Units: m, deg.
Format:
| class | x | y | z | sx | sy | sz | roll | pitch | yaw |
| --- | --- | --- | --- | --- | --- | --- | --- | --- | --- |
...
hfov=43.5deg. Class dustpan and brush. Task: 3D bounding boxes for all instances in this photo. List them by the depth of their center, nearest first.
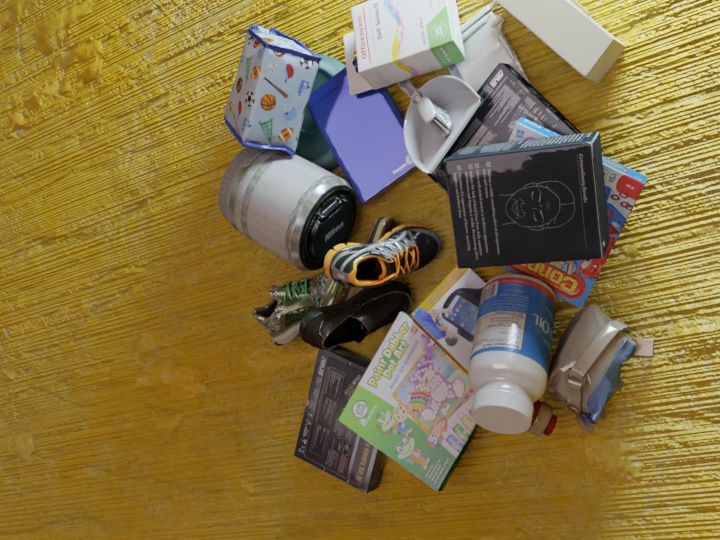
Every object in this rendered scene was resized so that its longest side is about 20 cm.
| class | x | y | z | sx | sy | sz | roll | pitch | yaw |
| --- | --- | --- | --- | --- | --- | --- | --- | --- | --- |
| dustpan and brush | 0.099 | -0.253 | 1.386 | 0.141 | 0.056 | 0.201 | -54 | 26 | 19 |

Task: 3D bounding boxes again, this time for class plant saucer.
| class | x | y | z | sx | sy | sz | roll | pitch | yaw |
| --- | --- | --- | --- | --- | --- | --- | --- | --- | --- |
| plant saucer | -0.085 | -0.266 | 1.542 | 0.196 | 0.027 | 0.206 | 3 | 95 | 31 |

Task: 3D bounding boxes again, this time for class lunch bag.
| class | x | y | z | sx | sy | sz | roll | pitch | yaw |
| --- | --- | --- | --- | --- | --- | --- | --- | --- | --- |
| lunch bag | -0.154 | -0.304 | 1.490 | 0.200 | 0.121 | 0.173 | 45 | 120 | 56 |

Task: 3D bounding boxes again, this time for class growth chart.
| class | x | y | z | sx | sy | sz | roll | pitch | yaw |
| --- | --- | --- | --- | --- | --- | --- | --- | --- | --- |
| growth chart | 0.189 | -0.291 | 1.379 | 0.143 | 0.018 | 0.204 | -27 | 79 | 30 |

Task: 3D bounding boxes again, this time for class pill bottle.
| class | x | y | z | sx | sy | sz | roll | pitch | yaw |
| --- | --- | --- | --- | --- | --- | --- | --- | --- | --- |
| pill bottle | 0.208 | 0.117 | 1.250 | 0.110 | 0.113 | 0.203 | -7 | 52 | 31 |

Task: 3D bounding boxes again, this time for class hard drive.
| class | x | y | z | sx | sy | sz | roll | pitch | yaw |
| --- | --- | --- | --- | --- | --- | --- | --- | --- | --- |
| hard drive | 0.007 | -0.229 | 1.466 | 0.131 | 0.025 | 0.203 | -32 | 81 | 17 |

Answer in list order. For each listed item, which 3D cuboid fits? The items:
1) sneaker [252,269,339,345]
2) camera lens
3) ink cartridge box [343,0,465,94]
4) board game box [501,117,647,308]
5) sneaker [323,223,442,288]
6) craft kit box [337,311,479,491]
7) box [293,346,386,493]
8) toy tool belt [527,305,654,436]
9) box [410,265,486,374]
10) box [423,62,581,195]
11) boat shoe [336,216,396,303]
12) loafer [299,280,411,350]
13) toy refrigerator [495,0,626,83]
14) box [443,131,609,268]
| class | x | y | z | sx | sy | sz | roll | pitch | yaw |
| --- | --- | --- | --- | --- | --- | --- | --- | --- | --- |
| sneaker | -0.110 | 0.048 | 1.525 | 0.200 | 0.088 | 0.078 | -43 | 31 | 27 |
| camera lens | -0.117 | -0.106 | 1.491 | 0.198 | 0.159 | 0.163 | 29 | 107 | 28 |
| ink cartridge box | 0.053 | -0.360 | 1.396 | 0.196 | 0.067 | 0.120 | -14 | 72 | 21 |
| board game box | 0.272 | -0.082 | 1.282 | 0.197 | 0.056 | 0.199 | 27 | 112 | 11 |
| sneaker | 0.045 | -0.014 | 1.396 | 0.077 | 0.196 | 0.080 | 35 | 138 | 59 |
| craft kit box | 0.095 | 0.202 | 1.410 | 0.195 | 0.048 | 0.203 | 31 | 90 | 21 |
| box | -0.019 | 0.247 | 1.522 | 0.156 | 0.048 | 0.205 | 19 | 103 | 28 |
| toy tool belt | 0.322 | 0.160 | 1.263 | 0.121 | 0.125 | 0.203 | 28 | 86 | 6 |
| box | 0.184 | 0.096 | 1.366 | 0.119 | 0.042 | 0.200 | -45 | 67 | -5 |
| box | 0.207 | -0.178 | 1.347 | 0.160 | 0.043 | 0.201 | 45 | 115 | 13 |
| boat shoe | 0.000 | 0.000 | 1.484 | 0.071 | 0.072 | 0.204 | 27 | 113 | 25 |
| loafer | 0.003 | 0.082 | 1.426 | 0.071 | 0.197 | 0.074 | 45 | 151 | 47 |
| toy refrigerator | 0.280 | -0.361 | 1.286 | 0.200 | 0.075 | 0.070 | 47 | 114 | 21 |
| box | 0.224 | -0.094 | 1.206 | 0.195 | 0.107 | 0.152 | -3 | 104 | 22 |
